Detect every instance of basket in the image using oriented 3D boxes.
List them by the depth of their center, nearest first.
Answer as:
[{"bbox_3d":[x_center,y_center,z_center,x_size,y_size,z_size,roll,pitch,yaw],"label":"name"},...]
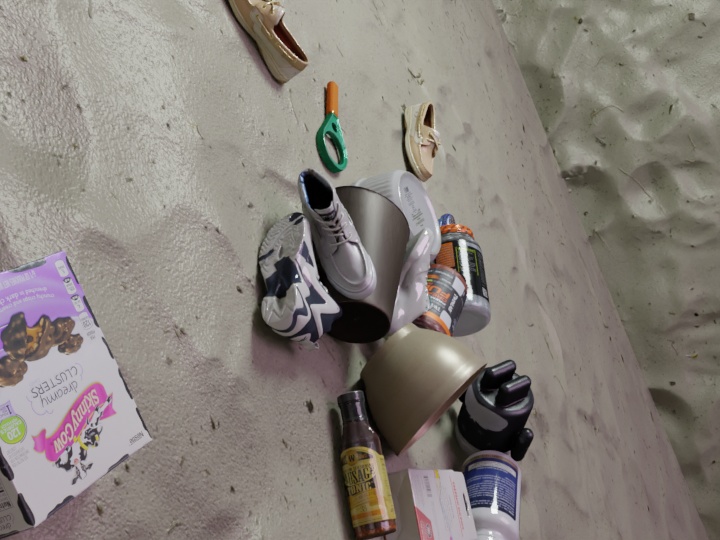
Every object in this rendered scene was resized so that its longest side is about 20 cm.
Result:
[{"bbox_3d":[0.000,0.000,1.369,0.180,0.134,0.203,40,41,-37],"label":"basket"}]

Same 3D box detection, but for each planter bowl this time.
[{"bbox_3d":[0.084,0.169,1.361,0.135,0.201,0.199,45,23,13],"label":"planter bowl"}]

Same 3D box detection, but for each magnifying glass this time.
[{"bbox_3d":[-0.050,-0.265,1.586,0.079,0.022,0.203,41,37,-45],"label":"magnifying glass"}]

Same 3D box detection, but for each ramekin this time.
[{"bbox_3d":[0.066,-0.086,1.587,0.200,0.104,0.203,43,36,-42],"label":"ramekin"}]

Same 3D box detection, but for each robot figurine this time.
[{"bbox_3d":[0.246,0.259,1.591,0.152,0.122,0.203,-84,-175,-52],"label":"robot figurine"}]

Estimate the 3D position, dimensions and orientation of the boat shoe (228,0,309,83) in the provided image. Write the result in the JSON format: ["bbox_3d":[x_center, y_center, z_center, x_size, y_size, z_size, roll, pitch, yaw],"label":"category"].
[{"bbox_3d":[-0.152,-0.414,1.441,0.202,0.068,0.074,57,28,-24],"label":"boat shoe"}]

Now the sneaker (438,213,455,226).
[{"bbox_3d":[0.211,-0.031,1.861,0.075,0.077,0.204,24,50,-56],"label":"sneaker"}]

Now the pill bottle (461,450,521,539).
[{"bbox_3d":[0.221,0.422,1.505,0.112,0.110,0.201,55,28,-25],"label":"pill bottle"}]

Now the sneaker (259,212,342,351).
[{"bbox_3d":[-0.081,0.025,1.251,0.130,0.078,0.202,52,23,-45],"label":"sneaker"}]

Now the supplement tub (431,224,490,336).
[{"bbox_3d":[0.190,0.018,1.734,0.122,0.121,0.203,39,39,-46],"label":"supplement tub"}]

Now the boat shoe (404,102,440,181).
[{"bbox_3d":[0.141,-0.290,1.910,0.073,0.068,0.204,36,41,-48],"label":"boat shoe"}]

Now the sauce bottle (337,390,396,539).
[{"bbox_3d":[0.003,0.276,1.242,0.066,0.065,0.204,20,52,-57],"label":"sauce bottle"}]

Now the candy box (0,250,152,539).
[{"bbox_3d":[-0.295,0.104,0.768,0.203,0.071,0.167,66,25,-5],"label":"candy box"}]

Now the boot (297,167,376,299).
[{"bbox_3d":[-0.042,-0.056,1.269,0.202,0.073,0.096,58,-6,30],"label":"boot"}]

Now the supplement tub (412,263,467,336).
[{"bbox_3d":[0.120,0.087,1.545,0.108,0.105,0.201,56,38,-24],"label":"supplement tub"}]

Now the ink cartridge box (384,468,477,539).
[{"bbox_3d":[0.107,0.377,1.364,0.199,0.067,0.119,22,53,-55],"label":"ink cartridge box"}]

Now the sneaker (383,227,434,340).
[{"bbox_3d":[0.090,0.030,1.464,0.087,0.075,0.203,28,78,-10],"label":"sneaker"}]
